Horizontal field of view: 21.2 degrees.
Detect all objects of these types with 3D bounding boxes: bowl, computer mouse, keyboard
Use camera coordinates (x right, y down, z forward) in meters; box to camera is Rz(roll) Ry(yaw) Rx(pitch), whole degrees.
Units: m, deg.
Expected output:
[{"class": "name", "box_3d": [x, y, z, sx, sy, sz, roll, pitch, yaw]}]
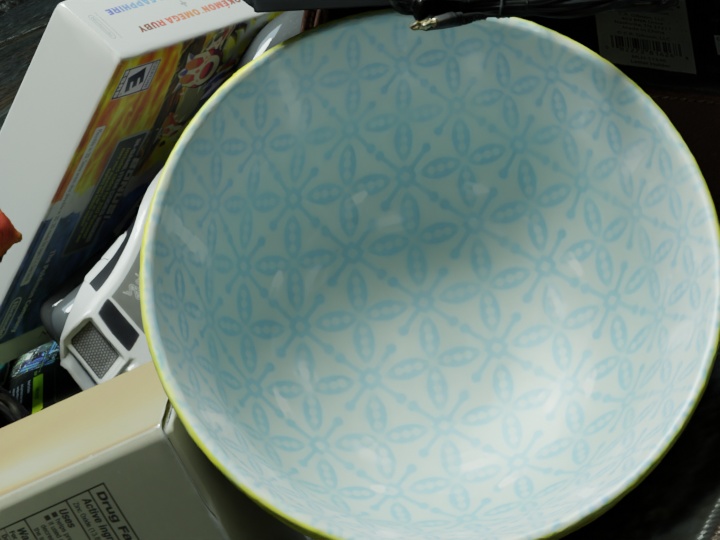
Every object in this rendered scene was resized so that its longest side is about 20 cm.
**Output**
[{"class": "bowl", "box_3d": [0.025, 0.016, 0.697, 0.199, 0.201, 0.108, -32, -18, -9]}, {"class": "computer mouse", "box_3d": [-0.089, 0.032, 0.810, 0.044, 0.109, 0.201, -38, 19, 54]}, {"class": "keyboard", "box_3d": [0.052, -0.109, 0.696, 0.199, 0.021, 0.127, -7, 21, -18]}]

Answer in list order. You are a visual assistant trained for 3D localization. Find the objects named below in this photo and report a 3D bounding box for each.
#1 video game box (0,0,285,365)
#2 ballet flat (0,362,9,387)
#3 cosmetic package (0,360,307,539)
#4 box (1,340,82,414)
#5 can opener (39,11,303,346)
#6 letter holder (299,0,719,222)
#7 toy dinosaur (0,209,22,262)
[{"class": "video game box", "box_3d": [-0.110, -0.055, 0.923, 0.182, 0.047, 0.201, -33, -21, -54]}, {"class": "ballet flat", "box_3d": [-0.216, 0.038, 0.998, 0.070, 0.071, 0.200, -26, 17, 9]}, {"class": "cosmetic package", "box_3d": [-0.128, 0.119, 0.713, 0.199, 0.106, 0.071, -23, 20, 13]}, {"class": "box", "box_3d": [-0.180, 0.094, 0.948, 0.192, 0.048, 0.200, -27, 17, -2]}, {"class": "can opener", "box_3d": [-0.073, -0.046, 0.884, 0.200, 0.067, 0.053, -42, 19, -12]}, {"class": "letter holder", "box_3d": [0.073, -0.063, 0.807, 0.198, 0.143, 0.101, 6, 48, -8]}, {"class": "toy dinosaur", "box_3d": [-0.185, 0.062, 0.786, 0.181, 0.201, 0.105, -34, -7, 37]}]
